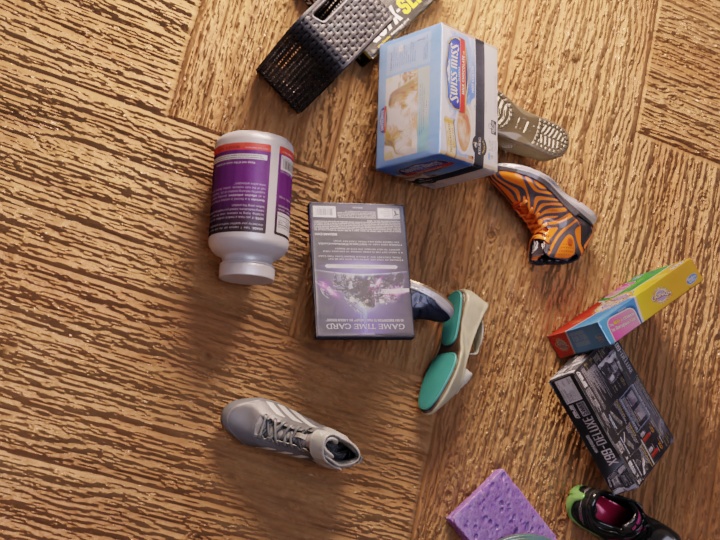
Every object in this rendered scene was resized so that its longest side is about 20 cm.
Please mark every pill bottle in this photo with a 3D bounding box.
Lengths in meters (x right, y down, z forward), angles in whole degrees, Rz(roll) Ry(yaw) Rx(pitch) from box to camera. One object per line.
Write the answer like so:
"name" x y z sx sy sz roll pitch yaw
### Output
"pill bottle" -0.152 -0.086 1.634 0.112 0.112 0.201 7 78 -20

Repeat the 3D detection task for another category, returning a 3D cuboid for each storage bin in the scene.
"storage bin" -0.052 -0.319 1.667 0.094 0.200 0.135 44 68 -7

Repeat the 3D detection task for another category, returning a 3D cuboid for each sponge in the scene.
"sponge" 0.227 0.403 1.736 0.111 0.030 0.200 -41 96 -22

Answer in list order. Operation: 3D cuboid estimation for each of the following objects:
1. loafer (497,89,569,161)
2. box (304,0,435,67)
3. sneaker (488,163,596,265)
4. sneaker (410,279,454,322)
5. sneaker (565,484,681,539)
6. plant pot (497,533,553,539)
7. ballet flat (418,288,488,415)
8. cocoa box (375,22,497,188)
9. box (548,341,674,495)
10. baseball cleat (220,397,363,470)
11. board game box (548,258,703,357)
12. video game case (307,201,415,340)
"loafer" 0.224 -0.221 1.831 0.199 0.068 0.076 30 66 3
"box" 0.021 -0.434 1.800 0.200 0.049 0.160 -45 99 -22
"sneaker" 0.271 -0.079 1.815 0.199 0.078 0.113 30 70 -14
"sneaker" 0.032 0.059 1.700 0.199 0.070 0.109 24 68 -8
"sneaker" 0.403 0.387 1.777 0.199 0.084 0.077 26 73 -15
"plant pot" 0.250 0.483 1.614 0.199 0.196 0.202 0 91 -8
"ballet flat" 0.144 0.126 1.739 0.069 0.069 0.201 23 73 -16
"cocoa box" 0.112 -0.239 1.735 0.131 0.133 0.201 13 75 -43
"box" 0.384 0.212 1.787 0.158 0.050 0.201 -34 94 -50
"baseball cleat" -0.089 0.220 1.606 0.199 0.106 0.070 17 79 -15
"board game box" 0.403 0.059 1.800 0.199 0.153 0.040 -31 91 -24
"video game case" 0.000 0.000 1.666 0.142 0.019 0.201 1 71 -14
